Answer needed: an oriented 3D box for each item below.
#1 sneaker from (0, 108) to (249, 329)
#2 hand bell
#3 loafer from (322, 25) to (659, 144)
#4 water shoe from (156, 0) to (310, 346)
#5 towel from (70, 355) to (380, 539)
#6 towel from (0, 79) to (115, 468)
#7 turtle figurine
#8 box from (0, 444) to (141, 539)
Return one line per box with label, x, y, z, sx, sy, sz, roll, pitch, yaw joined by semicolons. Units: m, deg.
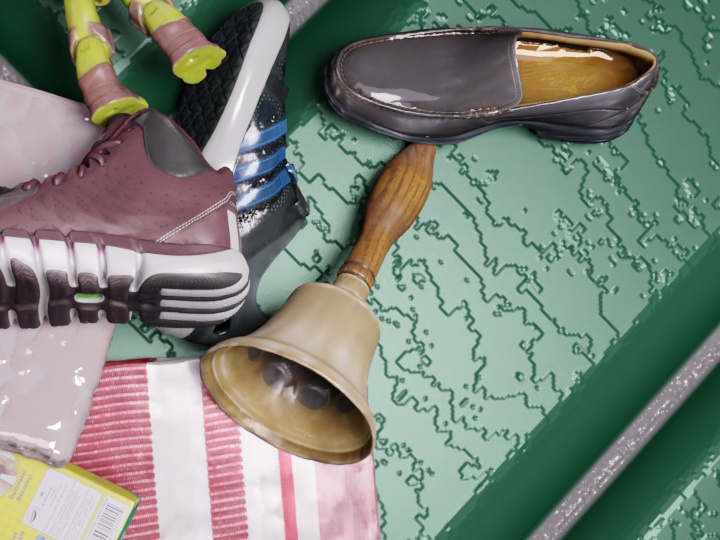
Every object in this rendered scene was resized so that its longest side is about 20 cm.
sneaker;-0.158;-0.034;0.761;0.200;0.076;0.116;5;59;-12
hand bell;0.000;0.000;0.830;0.104;0.104;0.200;34;56;-8
loafer;0.079;-0.118;0.859;0.200;0.072;0.073;-2;73;-14
water shoe;-0.068;-0.055;0.842;0.079;0.071;0.200;19;86;-32
towel;-0.090;0.120;0.841;0.200;0.023;0.144;-4;89;-10
towel;-0.218;-0.012;0.788;0.191;0.032;0.200;16;68;-5
turtle figurine;-0.142;-0.172;0.809;0.200;0.064;0.161;-29;78;-15
box;-0.234;0.132;0.785;0.200;0.048;0.118;27;83;-2
